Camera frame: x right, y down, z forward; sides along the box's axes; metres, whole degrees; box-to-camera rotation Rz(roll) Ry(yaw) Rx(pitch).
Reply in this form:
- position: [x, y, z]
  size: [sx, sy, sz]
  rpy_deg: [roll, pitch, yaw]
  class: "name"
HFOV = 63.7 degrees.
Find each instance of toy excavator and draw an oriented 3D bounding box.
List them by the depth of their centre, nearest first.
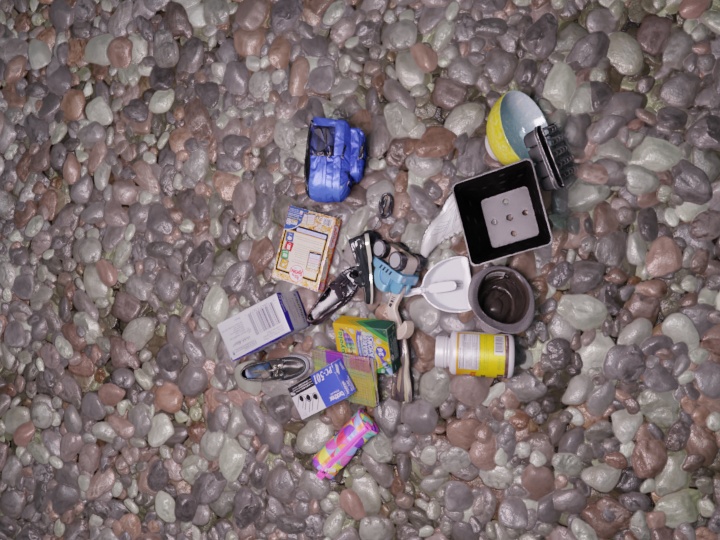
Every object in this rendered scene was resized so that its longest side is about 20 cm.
- position: [0.092, 0.048, 1.504]
  size: [0.193, 0.098, 0.204]
  rpy_deg: [37, 113, 38]
  class: "toy excavator"

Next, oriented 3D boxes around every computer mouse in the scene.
- position: [0.042, -0.113, 1.573]
  size: [0.058, 0.034, 0.204]
  rpy_deg: [24, 88, 27]
  class: "computer mouse"

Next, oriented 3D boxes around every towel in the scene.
- position: [-0.038, 0.278, 1.523]
  size: [0.195, 0.023, 0.148]
  rpy_deg: [6, 114, 33]
  class: "towel"

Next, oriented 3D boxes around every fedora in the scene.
- position: [0.343, 0.088, 1.449]
  size: [0.172, 0.091, 0.203]
  rpy_deg: [18, 54, 3]
  class: "fedora"

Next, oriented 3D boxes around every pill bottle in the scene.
- position: [0.289, 0.212, 1.473]
  size: [0.194, 0.109, 0.113]
  rpy_deg: [3, 89, 11]
  class: "pill bottle"

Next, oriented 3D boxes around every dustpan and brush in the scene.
- position: [0.190, 0.047, 1.518]
  size: [0.195, 0.057, 0.144]
  rpy_deg: [-10, 89, 30]
  class: "dustpan and brush"

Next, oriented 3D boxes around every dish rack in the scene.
- position: [0.474, -0.285, 1.410]
  size: [0.054, 0.198, 0.157]
  rpy_deg: [-17, 98, 47]
  class: "dish rack"

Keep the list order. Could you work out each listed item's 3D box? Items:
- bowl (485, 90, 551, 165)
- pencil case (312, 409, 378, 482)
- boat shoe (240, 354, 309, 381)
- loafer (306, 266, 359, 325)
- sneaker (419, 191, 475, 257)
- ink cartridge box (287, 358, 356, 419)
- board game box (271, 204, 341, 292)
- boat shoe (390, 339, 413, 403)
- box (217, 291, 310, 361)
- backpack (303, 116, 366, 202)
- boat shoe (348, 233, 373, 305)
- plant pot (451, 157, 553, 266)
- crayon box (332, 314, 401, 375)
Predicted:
- position: [0.377, -0.333, 1.457]
  size: [0.107, 0.197, 0.206]
  rpy_deg: [-23, 83, 51]
  class: "bowl"
- position: [-0.041, 0.467, 1.545]
  size: [0.088, 0.088, 0.201]
  rpy_deg: [43, 96, 9]
  class: "pencil case"
- position: [-0.238, 0.277, 1.601]
  size: [0.194, 0.057, 0.071]
  rpy_deg: [-10, 87, 11]
  class: "boat shoe"
- position: [-0.072, 0.073, 1.569]
  size: [0.072, 0.063, 0.200]
  rpy_deg: [44, 97, 9]
  class: "loafer"
- position: [0.225, -0.114, 1.514]
  size: [0.086, 0.074, 0.202]
  rpy_deg: [36, 96, 5]
  class: "sneaker"
- position: [-0.105, 0.315, 1.534]
  size: [0.199, 0.044, 0.096]
  rpy_deg: [-35, 81, 38]
  class: "ink cartridge box"
- position: [-0.149, -0.060, 1.586]
  size: [0.148, 0.046, 0.206]
  rpy_deg: [16, 92, 20]
  class: "board game box"
- position: [0.098, 0.248, 1.528]
  size: [0.071, 0.074, 0.207]
  rpy_deg: [-5, 87, 10]
  class: "boat shoe"
- position: [-0.249, 0.144, 1.533]
  size: [0.180, 0.200, 0.107]
  rpy_deg: [-26, 85, 9]
  class: "box"
- position: [-0.069, -0.280, 1.528]
  size: [0.163, 0.162, 0.207]
  rpy_deg: [8, 89, 7]
  class: "backpack"
- position: [0.000, 0.001, 1.521]
  size: [0.064, 0.075, 0.204]
  rpy_deg: [-5, 123, 0]
  class: "boat shoe"
- position: [0.357, -0.136, 1.423]
  size: [0.195, 0.177, 0.205]
  rpy_deg: [-16, 86, 22]
  class: "plant pot"
- position: [0.003, 0.190, 1.503]
  size: [0.196, 0.051, 0.129]
  rpy_deg: [4, 113, 34]
  class: "crayon box"
